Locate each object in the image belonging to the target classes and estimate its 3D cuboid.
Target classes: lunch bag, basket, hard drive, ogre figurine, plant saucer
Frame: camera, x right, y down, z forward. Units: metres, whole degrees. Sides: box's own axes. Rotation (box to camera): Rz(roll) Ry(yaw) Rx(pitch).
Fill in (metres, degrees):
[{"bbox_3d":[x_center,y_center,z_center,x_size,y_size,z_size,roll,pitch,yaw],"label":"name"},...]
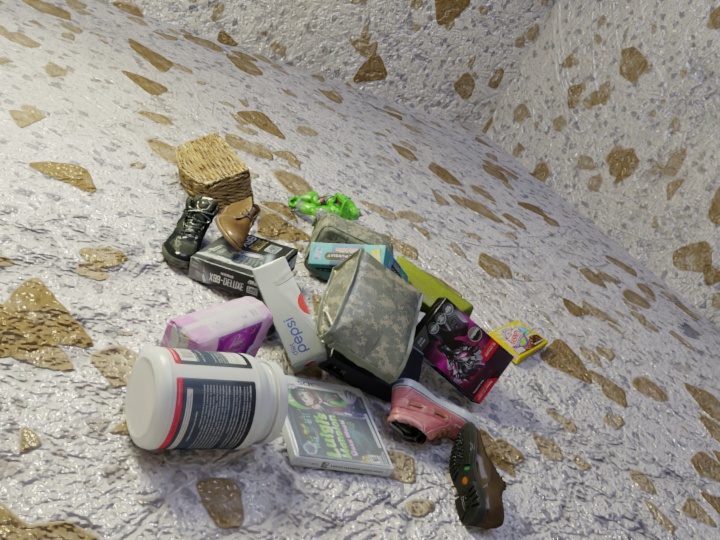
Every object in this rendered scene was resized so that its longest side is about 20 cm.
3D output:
[{"bbox_3d":[0.011,0.091,1.355,0.164,0.118,0.200,36,45,-19],"label":"lunch bag"},{"bbox_3d":[-0.360,-0.214,1.824,0.143,0.149,0.200,-25,49,-21],"label":"basket"},{"bbox_3d":[-0.025,-0.051,1.760,0.200,0.139,0.168,24,25,-11],"label":"lunch bag"},{"bbox_3d":[0.027,0.168,1.431,0.200,0.042,0.135,27,49,-13],"label":"hard drive"},{"bbox_3d":[-0.083,-0.166,1.988,0.200,0.098,0.120,21,10,-44],"label":"ogre figurine"},{"bbox_3d":[0.135,0.086,1.652,0.200,0.200,0.048,36,61,16],"label":"plant saucer"}]

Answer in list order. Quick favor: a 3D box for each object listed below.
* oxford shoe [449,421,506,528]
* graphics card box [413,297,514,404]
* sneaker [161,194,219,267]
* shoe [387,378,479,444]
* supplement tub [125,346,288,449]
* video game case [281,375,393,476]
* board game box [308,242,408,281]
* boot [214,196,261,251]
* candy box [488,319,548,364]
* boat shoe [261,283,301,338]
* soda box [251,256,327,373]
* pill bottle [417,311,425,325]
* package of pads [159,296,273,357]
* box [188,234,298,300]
[{"bbox_3d":[0.203,0.351,1.283,0.084,0.073,0.200,22,40,-21],"label":"oxford shoe"},{"bbox_3d":[0.202,0.163,1.532,0.200,0.126,0.051,41,-11,-9],"label":"graphics card box"},{"bbox_3d":[-0.345,-0.088,1.525,0.076,0.114,0.199,22,26,-8],"label":"sneaker"},{"bbox_3d":[0.131,0.282,1.359,0.200,0.071,0.091,35,47,-21],"label":"shoe"},{"bbox_3d":[-0.219,0.185,1.074,0.200,0.140,0.140,10,29,-35],"label":"supplement tub"},{"bbox_3d":[-0.053,0.256,1.258,0.182,0.023,0.200,15,27,-28],"label":"video game case"},{"bbox_3d":[0.000,0.000,1.511,0.151,0.047,0.200,3,-16,18],"label":"board game box"},{"bbox_3d":[-0.248,-0.104,1.547,0.074,0.075,0.200,54,9,-24],"label":"boot"},{"bbox_3d":[0.396,0.177,1.898,0.102,0.026,0.200,35,24,24],"label":"candy box"},{"bbox_3d":[-0.171,0.072,1.450,0.073,0.062,0.200,33,24,9],"label":"boat shoe"},{"bbox_3d":[-0.128,0.080,1.364,0.068,0.063,0.200,-22,70,-9],"label":"soda box"},{"bbox_3d":[0.038,0.102,1.555,0.200,0.111,0.111,17,26,-24],"label":"pill bottle"},{"bbox_3d":[-0.238,0.118,1.212,0.076,0.121,0.200,37,26,19],"label":"package of pads"},{"bbox_3d":[-0.235,-0.015,1.535,0.158,0.050,0.200,18,23,10],"label":"box"}]
